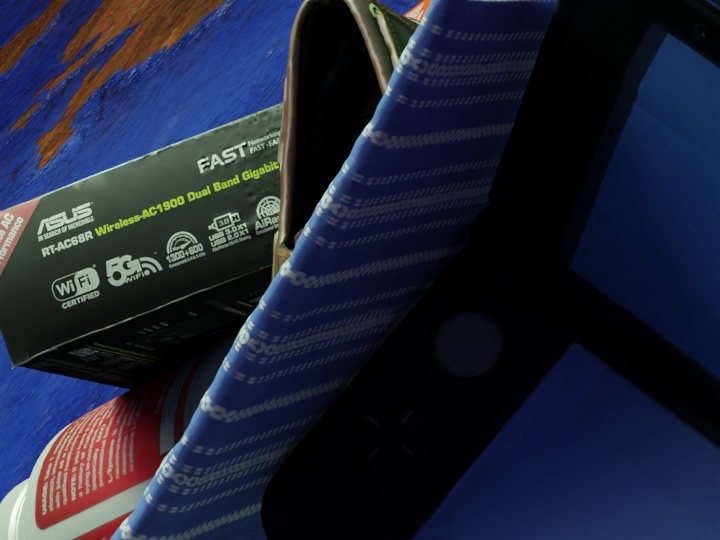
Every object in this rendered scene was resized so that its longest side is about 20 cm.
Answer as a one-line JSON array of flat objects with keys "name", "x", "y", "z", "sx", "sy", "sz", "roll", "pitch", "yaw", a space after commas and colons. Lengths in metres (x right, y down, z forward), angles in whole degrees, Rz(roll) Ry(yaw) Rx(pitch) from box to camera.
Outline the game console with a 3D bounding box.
[{"name": "game console", "x": 0.088, "y": 0.048, "z": 0.771, "sx": 0.171, "sy": 0.200, "sz": 0.118, "roll": -50, "pitch": -19, "yaw": -10}]

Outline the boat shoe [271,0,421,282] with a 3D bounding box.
[{"name": "boat shoe", "x": 0.000, "y": 0.000, "z": 0.960, "sx": 0.070, "sy": 0.070, "sz": 0.200, "roll": -18, "pitch": 56, "yaw": 22}]

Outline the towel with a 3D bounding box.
[{"name": "towel", "x": -0.001, "y": 0.003, "z": 0.829, "sx": 0.200, "sy": 0.024, "sz": 0.145, "roll": -59, "pitch": -16, "yaw": 18}]

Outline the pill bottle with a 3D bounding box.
[{"name": "pill bottle", "x": -0.071, "y": 0.099, "z": 1.250, "sx": 0.200, "sy": 0.112, "sz": 0.112, "roll": -28, "pitch": 24, "yaw": 46}]

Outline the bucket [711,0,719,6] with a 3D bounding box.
[{"name": "bucket", "x": 0.126, "y": -0.038, "z": 0.942, "sx": 0.207, "sy": 0.207, "sz": 0.135, "roll": -39, "pitch": 9, "yaw": 22}]

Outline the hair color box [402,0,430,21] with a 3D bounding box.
[{"name": "hair color box", "x": 0.019, "y": -0.045, "z": 1.378, "sx": 0.200, "sy": 0.111, "sz": 0.064, "roll": -32, "pitch": 21, "yaw": 38}]

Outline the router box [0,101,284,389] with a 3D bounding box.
[{"name": "router box", "x": -0.054, "y": -0.007, "z": 1.214, "sx": 0.150, "sy": 0.062, "sz": 0.200, "roll": -20, "pitch": -10, "yaw": 10}]
